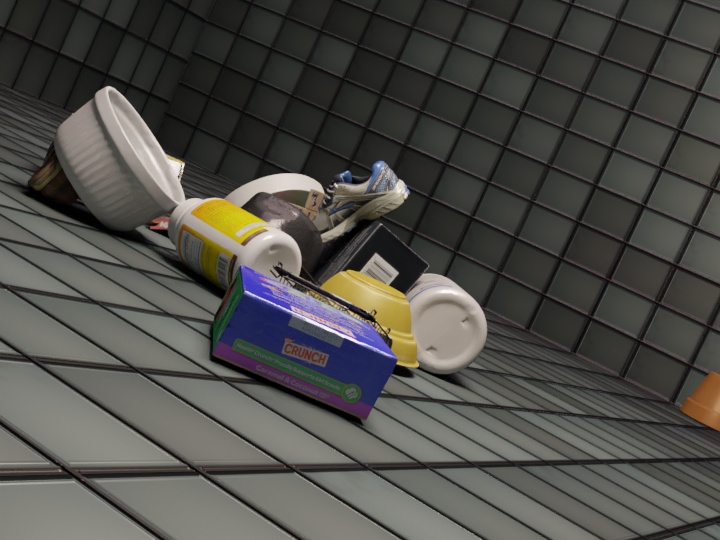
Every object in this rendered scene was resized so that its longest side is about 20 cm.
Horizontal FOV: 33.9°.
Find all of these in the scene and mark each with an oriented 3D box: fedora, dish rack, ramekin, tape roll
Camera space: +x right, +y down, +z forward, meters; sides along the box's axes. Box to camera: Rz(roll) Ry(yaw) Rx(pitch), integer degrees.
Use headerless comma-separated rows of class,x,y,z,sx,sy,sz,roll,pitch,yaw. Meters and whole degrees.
fedora,-0.126,-0.047,1.768,0.200,0.092,0.201,32,-23,15
dish rack,-0.039,0.057,1.436,0.153,0.055,0.200,25,-9,14
ramekin,-0.347,-0.150,1.680,0.200,0.105,0.200,58,4,-6
tape roll,-0.157,-0.096,2.052,0.203,0.203,0.037,19,44,-53

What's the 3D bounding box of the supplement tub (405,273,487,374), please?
supplement tub,0.116,0.078,1.813,0.132,0.132,0.200,24,4,-5

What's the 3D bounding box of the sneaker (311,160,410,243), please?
sneaker,-0.026,-0.108,1.816,0.085,0.200,0.077,58,20,-15

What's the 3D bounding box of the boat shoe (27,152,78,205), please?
boat shoe,-0.436,-0.132,1.724,0.068,0.072,0.200,46,2,-15

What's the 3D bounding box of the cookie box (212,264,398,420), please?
cookie box,-0.064,0.071,1.235,0.171,0.075,0.200,25,3,-9

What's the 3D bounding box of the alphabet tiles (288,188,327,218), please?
alphabet tiles,-0.093,-0.051,1.949,0.008,0.168,0.200,20,2,23

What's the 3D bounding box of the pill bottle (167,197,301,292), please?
pill bottle,-0.179,-0.031,1.614,0.200,0.109,0.109,29,6,43

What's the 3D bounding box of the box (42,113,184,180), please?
box,-0.414,-0.174,1.972,0.200,0.049,0.160,23,-27,-21

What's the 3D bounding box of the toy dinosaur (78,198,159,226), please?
toy dinosaur,-0.371,-0.097,1.819,0.200,0.061,0.106,21,27,16

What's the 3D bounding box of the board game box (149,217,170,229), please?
board game box,-0.235,-0.076,1.928,0.199,0.020,0.103,1,4,2

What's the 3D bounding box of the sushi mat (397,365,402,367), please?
sushi mat,-0.030,0.086,1.682,0.096,0.012,0.200,20,7,-42

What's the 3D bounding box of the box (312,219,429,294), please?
box,0.000,0.000,1.861,0.107,0.149,0.200,40,0,-17

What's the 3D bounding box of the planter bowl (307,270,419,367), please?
planter bowl,0.006,0.054,1.630,0.200,0.084,0.200,24,5,-2

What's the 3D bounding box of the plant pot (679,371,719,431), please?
plant pot,1.014,0.373,3.296,0.200,0.140,0.200,25,3,-2
